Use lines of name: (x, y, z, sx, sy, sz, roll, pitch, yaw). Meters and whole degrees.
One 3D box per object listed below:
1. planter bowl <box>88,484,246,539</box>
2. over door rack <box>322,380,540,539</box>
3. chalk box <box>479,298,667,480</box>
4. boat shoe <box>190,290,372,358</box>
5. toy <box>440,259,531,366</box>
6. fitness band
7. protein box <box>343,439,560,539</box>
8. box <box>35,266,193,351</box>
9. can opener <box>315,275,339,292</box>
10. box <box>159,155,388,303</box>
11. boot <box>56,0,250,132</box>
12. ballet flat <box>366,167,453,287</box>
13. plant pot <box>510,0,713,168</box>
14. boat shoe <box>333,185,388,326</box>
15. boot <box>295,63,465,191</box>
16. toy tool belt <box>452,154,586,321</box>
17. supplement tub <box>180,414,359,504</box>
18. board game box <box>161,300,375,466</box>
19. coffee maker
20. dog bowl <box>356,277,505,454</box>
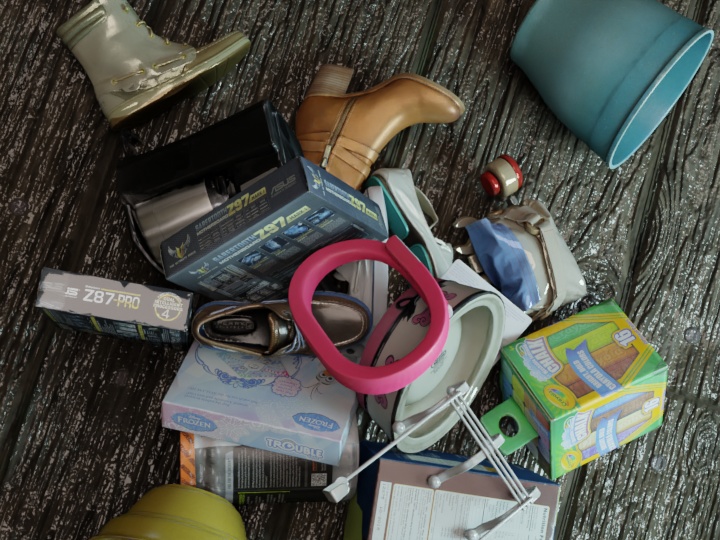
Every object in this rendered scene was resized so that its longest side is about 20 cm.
planter bowl: (-0.191, 0.289, 1.365, 0.199, 0.201, 0.084, 17, 64, -5)
over door rack: (0.068, 0.225, 1.245, 0.200, 0.067, 0.148, -35, 91, -29)
chalk box: (0.238, 0.146, 1.446, 0.199, 0.124, 0.125, -23, 49, -13)
boat shoe: (-0.086, 0.066, 1.352, 0.199, 0.072, 0.073, -5, 97, 0)
toy: (0.094, 0.094, 1.474, 0.115, 0.047, 0.200, 38, 99, -6)
fitness band: (0.009, 0.041, 1.278, 0.143, 0.037, 0.200, -33, 49, -6)
protein box: (0.096, 0.278, 1.387, 0.199, 0.199, 0.136, 10, 87, -6)
box: (-0.267, 0.047, 1.379, 0.160, 0.200, 0.049, 8, 80, -5)
can opener: (-0.065, 0.008, 1.457, 0.200, 0.063, 0.079, 46, 119, 29)
box: (-0.093, -0.033, 1.349, 0.199, 0.157, 0.051, -31, 60, 23)
boot: (-0.249, -0.278, 1.500, 0.199, 0.072, 0.155, -31, 84, -11)
ballet flat: (0.076, -0.038, 1.513, 0.069, 0.069, 0.201, -24, 84, -11)
plant pot: (0.293, -0.260, 1.516, 0.188, 0.200, 0.200, 39, 78, 15)
boat shoe: (0.000, 0.000, 1.476, 0.065, 0.074, 0.201, 1, 92, -1)
boot: (0.016, -0.160, 1.498, 0.199, 0.074, 0.155, 10, 67, 16)
toy tool belt: (0.173, -0.027, 1.489, 0.122, 0.125, 0.201, -29, 89, -17)
supplement tub: (-0.106, 0.204, 1.416, 0.199, 0.123, 0.123, 0, 81, -8)
board game box: (-0.096, 0.117, 1.392, 0.199, 0.044, 0.199, 12, 37, 7)
coffee maker: (-0.170, -0.115, 1.425, 0.199, 0.135, 0.193, -22, 83, 9)
dog bowl: (0.073, 0.097, 1.361, 0.074, 0.200, 0.200, 31, 77, 28)
